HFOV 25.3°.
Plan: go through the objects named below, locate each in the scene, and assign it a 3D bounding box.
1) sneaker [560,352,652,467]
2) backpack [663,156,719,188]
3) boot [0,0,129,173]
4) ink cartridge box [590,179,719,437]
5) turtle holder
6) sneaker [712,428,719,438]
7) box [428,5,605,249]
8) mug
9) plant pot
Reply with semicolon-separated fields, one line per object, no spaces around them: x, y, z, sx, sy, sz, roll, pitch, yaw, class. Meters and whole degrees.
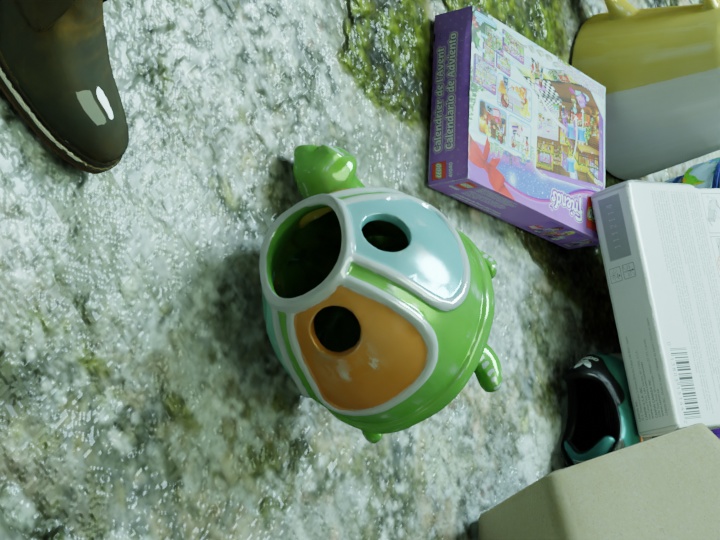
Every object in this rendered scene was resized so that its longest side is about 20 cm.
0.197;0.166;1.269;0.080;0.071;0.200;-1;77;-49;sneaker
0.353;-0.033;1.463;0.200;0.153;0.164;15;74;-69;backpack
-0.153;-0.148;0.851;0.075;0.097;0.200;-43;116;-47;boot
0.277;0.030;1.310;0.176;0.045;0.200;0;76;-42;ink cartridge box
0.008;0.002;0.994;0.132;0.141;0.186;38;56;-40;turtle holder
0.274;0.124;1.371;0.200;0.069;0.100;56;47;-29;sneaker
0.126;-0.107;1.251;0.200;0.039;0.137;21;67;-49;box
0.273;-0.172;1.361;0.187;0.153;0.150;43;52;-38;mug
0.191;0.220;1.117;0.199;0.200;0.177;-15;76;-23;plant pot
